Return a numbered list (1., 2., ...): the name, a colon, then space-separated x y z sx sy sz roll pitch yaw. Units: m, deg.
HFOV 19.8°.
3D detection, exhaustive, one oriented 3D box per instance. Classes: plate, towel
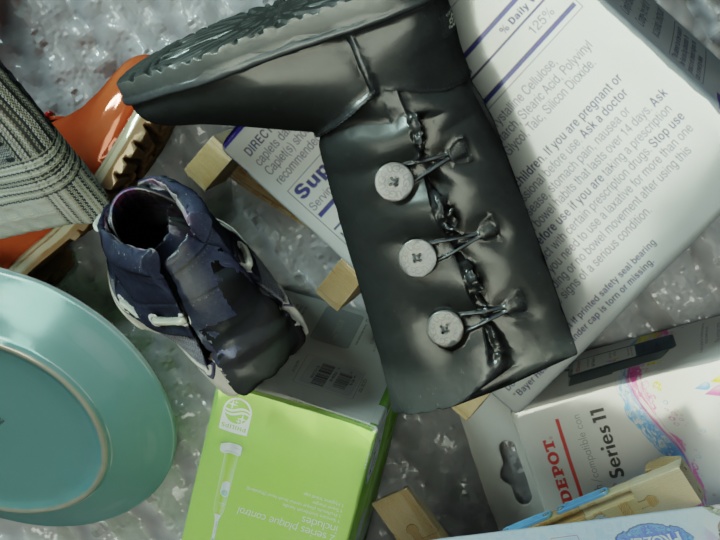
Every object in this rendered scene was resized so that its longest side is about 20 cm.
1. plate: -0.198 0.077 1.115 0.199 0.026 0.201 9 134 10
2. towel: -0.250 -0.073 1.005 0.199 0.035 0.193 -6 141 26

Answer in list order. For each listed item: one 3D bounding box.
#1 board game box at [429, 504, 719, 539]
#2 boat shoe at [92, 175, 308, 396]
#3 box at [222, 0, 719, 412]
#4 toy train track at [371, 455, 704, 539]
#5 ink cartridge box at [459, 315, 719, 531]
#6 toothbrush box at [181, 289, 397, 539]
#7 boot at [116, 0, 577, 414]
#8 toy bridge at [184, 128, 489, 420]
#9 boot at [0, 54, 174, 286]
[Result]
1. board game box: 0.088 0.194 1.019 0.199 0.041 0.200 -3 140 -27
2. boat shoe: -0.096 -0.014 1.017 0.075 0.200 0.093 -41 118 -11
3. box: 0.070 -0.070 1.014 0.200 0.105 0.184 42 111 -5
4. toy train track: 0.083 0.135 1.046 0.199 0.033 0.115 -26 108 28
5. ink cartridge box: 0.152 0.098 1.071 0.199 0.067 0.118 -16 105 16
6. toothbrush box: -0.040 0.131 1.079 0.086 0.146 0.201 17 109 5
7. boot: -0.005 -0.027 0.959 0.164 0.066 0.201 -16 109 19
8. toy bridge: 0.000 0.000 1.068 0.200 0.067 0.027 41 110 5
9. boot: -0.175 -0.057 1.086 0.107 0.075 0.200 45 111 0
